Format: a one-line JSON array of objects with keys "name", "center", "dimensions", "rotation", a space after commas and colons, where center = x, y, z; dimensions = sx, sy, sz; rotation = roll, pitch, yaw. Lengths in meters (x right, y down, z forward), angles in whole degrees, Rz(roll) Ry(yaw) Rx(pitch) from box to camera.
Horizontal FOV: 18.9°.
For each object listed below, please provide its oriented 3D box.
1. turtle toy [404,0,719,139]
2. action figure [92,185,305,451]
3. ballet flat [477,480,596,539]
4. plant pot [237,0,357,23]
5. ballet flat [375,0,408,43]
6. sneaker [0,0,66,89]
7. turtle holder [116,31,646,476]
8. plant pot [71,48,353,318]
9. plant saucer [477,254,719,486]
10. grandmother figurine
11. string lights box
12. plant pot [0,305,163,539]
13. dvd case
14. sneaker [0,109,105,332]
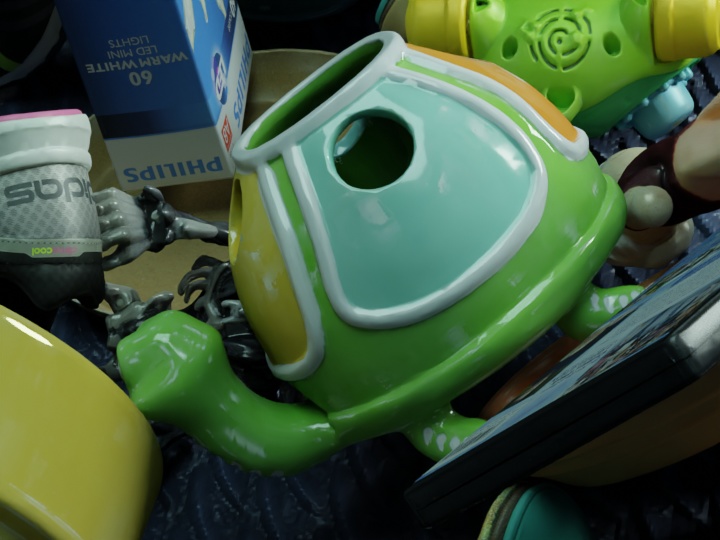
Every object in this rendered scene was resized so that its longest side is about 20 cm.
[{"name": "turtle toy", "center": [0.108, -0.129, 1.027], "dimensions": [0.145, 0.101, 0.200], "rotation": [0, 42, 16]}, {"name": "action figure", "center": [-0.092, 0.026, 0.905], "dimensions": [0.199, 0.119, 0.102], "rotation": [-7, -1, 18]}, {"name": "ballet flat", "center": [0.054, 0.156, 0.751], "dimensions": [0.070, 0.071, 0.200], "rotation": [-11, 38, 5]}, {"name": "plant pot", "center": [-0.044, -0.208, 1.125], "dimensions": [0.199, 0.200, 0.135], "rotation": [-2, 73, 16]}, {"name": "ballet flat", "center": [0.077, -0.170, 1.131], "dimensions": [0.063, 0.069, 0.200], "rotation": [31, 56, 8]}, {"name": "sneaker", "center": [-0.180, -0.167, 1.099], "dimensions": [0.083, 0.200, 0.072], "rotation": [0, 57, -36]}, {"name": "turtle holder", "center": [0.004, -0.006, 0.833], "dimensions": [0.185, 0.132, 0.141], "rotation": [-31, 17, 20]}, {"name": "plant pot", "center": [-0.061, -0.036, 1.033], "dimensions": [0.199, 0.028, 0.200], "rotation": [-10, 40, 8]}, {"name": "plant saucer", "center": [0.136, 0.025, 0.824], "dimensions": [0.200, 0.038, 0.200], "rotation": [-31, 5, 3]}, {"name": "grandmother figurine", "center": [0.145, -0.049, 0.862], "dimensions": [0.121, 0.200, 0.061], "rotation": [-17, 81, -28]}, {"name": "string lights box", "center": [-0.105, -0.147, 0.998], "dimensions": [0.059, 0.200, 0.103], "rotation": [-7, 41, 10]}, {"name": "plant pot", "center": [-0.195, 0.119, 0.783], "dimensions": [0.200, 0.201, 0.189], "rotation": [7, 60, 25]}, {"name": "dvd case", "center": [0.115, 0.008, 0.711], "dimensions": [0.200, 0.018, 0.143], "rotation": [-35, -1, -40]}, {"name": "sneaker", "center": [-0.175, 0.014, 0.855], "dimensions": [0.200, 0.074, 0.088], "rotation": [-28, 73, 28]}]
